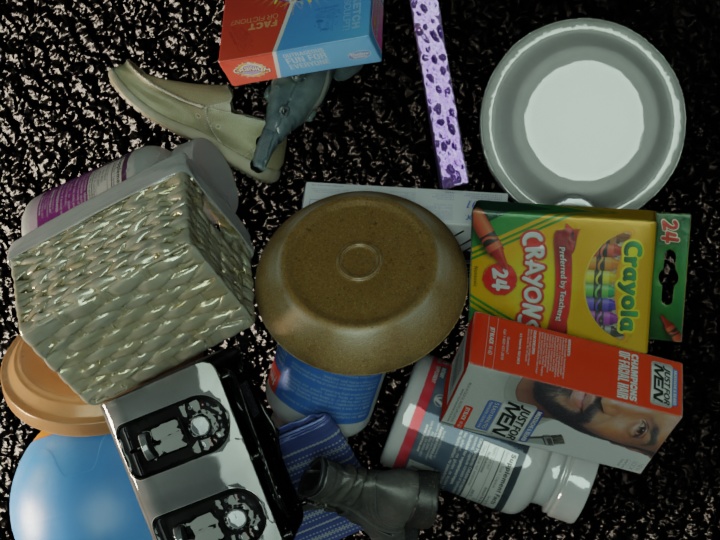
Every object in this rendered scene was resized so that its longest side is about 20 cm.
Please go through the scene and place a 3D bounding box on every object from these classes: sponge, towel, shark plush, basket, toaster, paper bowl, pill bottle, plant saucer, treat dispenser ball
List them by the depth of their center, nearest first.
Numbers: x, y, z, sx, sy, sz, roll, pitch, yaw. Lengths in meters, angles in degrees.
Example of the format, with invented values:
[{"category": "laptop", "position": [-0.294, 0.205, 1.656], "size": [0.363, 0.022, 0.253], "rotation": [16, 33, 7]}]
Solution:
[{"category": "toaster", "position": [-0.131, 0.167, 1.245], "size": [0.118, 0.200, 0.182], "rotation": [-21, 91, 3]}, {"category": "basket", "position": [-0.205, 0.012, 1.297], "size": [0.199, 0.124, 0.136], "rotation": [-28, 131, 10]}, {"category": "plant saucer", "position": [0.000, 0.000, 1.305], "size": [0.198, 0.036, 0.202], "rotation": [-1, 57, 2]}, {"category": "paper bowl", "position": [0.215, -0.143, 1.380], "size": [0.199, 0.104, 0.203], "rotation": [0, 93, 5]}, {"category": "shark plush", "position": [-0.071, -0.188, 1.383], "size": [0.091, 0.083, 0.200], "rotation": [34, 69, 7]}, {"category": "sponge", "position": [0.075, -0.181, 1.385], "size": [0.030, 0.112, 0.202], "rotation": [-10, 93, 3]}, {"category": "plant saucer", "position": [-0.254, 0.084, 1.395], "size": [0.198, 0.201, 0.033], "rotation": [0, 126, 5]}, {"category": "treat dispenser ball", "position": [-0.242, 0.227, 1.396], "size": [0.199, 0.201, 0.203], "rotation": [0, 94, 5]}, {"category": "pill bottle", "position": [-0.031, 0.094, 1.398], "size": [0.111, 0.112, 0.201], "rotation": [19, 112, 3]}, {"category": "pill bottle", "position": [-0.224, -0.056, 1.400], "size": [0.199, 0.112, 0.113], "rotation": [-21, 92, 20]}, {"category": "pill bottle", "position": [0.130, 0.170, 1.401], "size": [0.199, 0.120, 0.120], "rotation": [21, 95, 2]}, {"category": "towel", "position": [-0.066, 0.217, 1.406], "size": [0.144, 0.201, 0.024], "rotation": [-22, 48, 3]}]

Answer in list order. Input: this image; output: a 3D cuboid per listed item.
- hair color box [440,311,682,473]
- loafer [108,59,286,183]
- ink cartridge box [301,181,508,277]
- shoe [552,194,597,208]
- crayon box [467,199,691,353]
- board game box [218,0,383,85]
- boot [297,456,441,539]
[{"category": "hair color box", "position": [0.183, 0.114, 1.309], "size": [0.198, 0.111, 0.064], "rotation": [13, 52, -4]}, {"category": "loafer", "position": [-0.158, -0.161, 1.429], "size": [0.199, 0.076, 0.069], "rotation": [30, 95, -7]}, {"category": "ink cartridge box", "position": [0.044, -0.038, 1.404], "size": [0.198, 0.094, 0.045], "rotation": [4, 56, 6]}, {"category": "shoe", "position": [0.212, 0.019, 1.385], "size": [0.071, 0.091, 0.202], "rotation": [-4, 104, 13]}, {"category": "crayon box", "position": [0.200, 0.005, 1.309], "size": [0.198, 0.051, 0.128], "rotation": [3, 105, 11]}, {"category": "board game box", "position": [-0.052, -0.280, 1.361], "size": [0.152, 0.040, 0.201], "rotation": [-7, 60, 17]}, {"category": "boot", "position": [-0.003, 0.230, 1.385], "size": [0.130, 0.201, 0.070], "rotation": [9, 56, -5]}]
